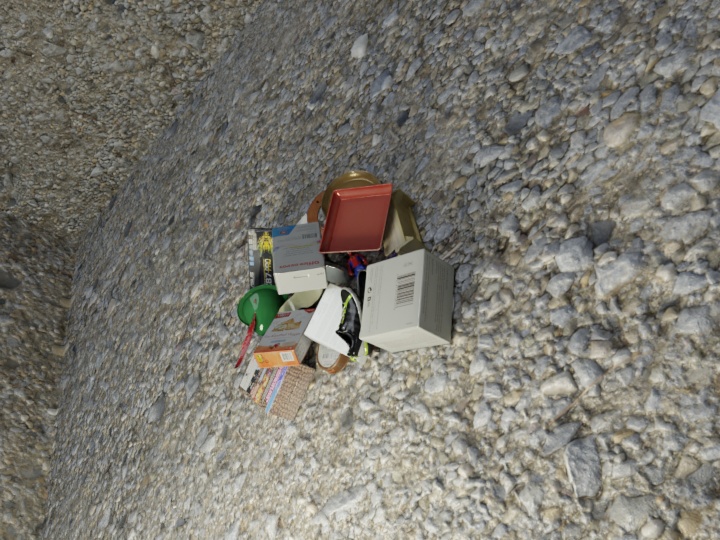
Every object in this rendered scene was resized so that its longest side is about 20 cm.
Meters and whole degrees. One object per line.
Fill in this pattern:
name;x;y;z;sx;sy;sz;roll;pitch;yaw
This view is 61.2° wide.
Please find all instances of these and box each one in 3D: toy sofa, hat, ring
toy sofa;0.110;-0.113;1.647;0.097;0.082;0.203;-35;46;25
hat;-0.291;0.175;1.862;0.202;0.163;0.177;-62;31;28
ring;-0.068;-0.172;1.870;0.196;0.019;0.204;-6;61;11

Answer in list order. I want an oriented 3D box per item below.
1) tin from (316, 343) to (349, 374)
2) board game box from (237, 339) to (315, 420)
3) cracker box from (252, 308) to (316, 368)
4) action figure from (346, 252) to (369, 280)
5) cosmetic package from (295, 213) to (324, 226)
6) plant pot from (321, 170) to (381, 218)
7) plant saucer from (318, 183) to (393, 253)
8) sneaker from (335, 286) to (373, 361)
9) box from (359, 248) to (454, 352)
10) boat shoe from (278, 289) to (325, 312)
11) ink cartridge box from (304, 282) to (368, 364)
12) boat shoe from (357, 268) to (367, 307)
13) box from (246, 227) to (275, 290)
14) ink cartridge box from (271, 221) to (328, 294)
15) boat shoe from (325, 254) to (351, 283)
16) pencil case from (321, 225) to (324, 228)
tin;-0.068;0.187;1.714;0.111;0.042;0.204;-10;62;40
board game box;-0.249;0.320;1.791;0.199;0.096;0.162;19;83;51
cracker box;-0.206;0.191;1.745;0.131;0.059;0.201;-8;28;21
action figure;0.000;0.000;1.731;0.065;0.052;0.201;-37;40;6
cosmetic package;-0.204;-0.085;1.987;0.200;0.082;0.051;-47;41;19
plant pot;-0.023;-0.214;1.847;0.196;0.028;0.204;-9;59;15
plant saucer;-0.006;-0.134;1.661;0.197;0.037;0.203;-3;64;32
sneaker;-0.030;0.135;1.582;0.072;0.081;0.203;111;143;-60
box;0.115;0.079;1.494;0.198;0.130;0.203;-17;57;42
boat shoe;-0.169;0.096;1.851;0.201;0.062;0.075;-40;58;32
ink cartridge box;-0.035;0.146;1.660;0.197;0.047;0.162;23;79;21
boat shoe;0.030;0.088;1.599;0.069;0.066;0.204;-14;69;10
box;-0.280;-0.033;1.948;0.158;0.049;0.204;4;102;19
ink cartridge box;-0.172;-0.036;1.720;0.141;0.086;0.202;-8;42;-3
boat shoe;-0.114;-0.019;1.811;0.196;0.074;0.069;11;50;17
pencil case;-0.150;-0.037;1.895;0.087;0.087;0.204;7;75;49
